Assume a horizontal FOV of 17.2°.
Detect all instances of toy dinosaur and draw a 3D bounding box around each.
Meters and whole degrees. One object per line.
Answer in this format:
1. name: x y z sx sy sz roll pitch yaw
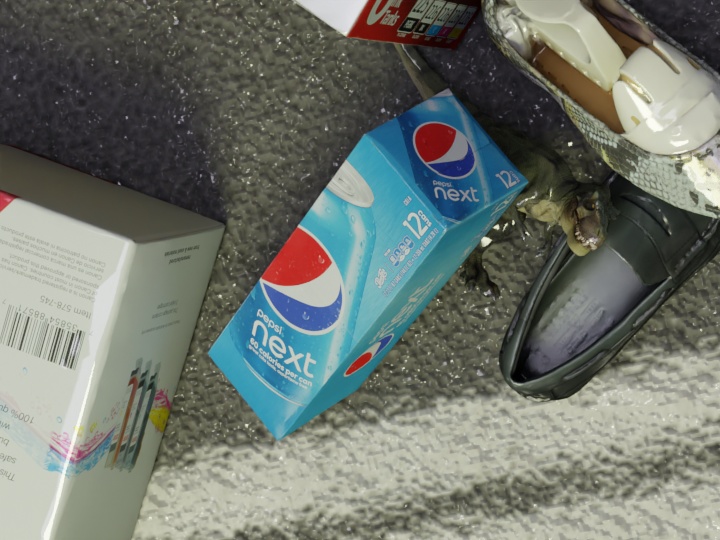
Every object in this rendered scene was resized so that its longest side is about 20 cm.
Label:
1. toy dinosaur: 0.059 -0.044 1.218 0.200 0.047 0.088 43 109 39

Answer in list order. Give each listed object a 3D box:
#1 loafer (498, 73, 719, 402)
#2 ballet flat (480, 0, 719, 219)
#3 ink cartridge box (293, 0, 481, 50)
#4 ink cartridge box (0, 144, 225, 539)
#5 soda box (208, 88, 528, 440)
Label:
1. loafer: 0.142 -0.014 1.204 0.068 0.070 0.201 40 103 10
2. ballet flat: 0.128 -0.095 1.167 0.200 0.072 0.072 42 105 32
3. ink cartridge box: 0.034 -0.204 1.152 0.084 0.200 0.176 34 103 12
4. ink cartridge box: -0.183 0.051 1.263 0.145 0.145 0.201 20 99 13
5. soda box: 0.000 0.000 1.197 0.064 0.068 0.200 49 138 12
